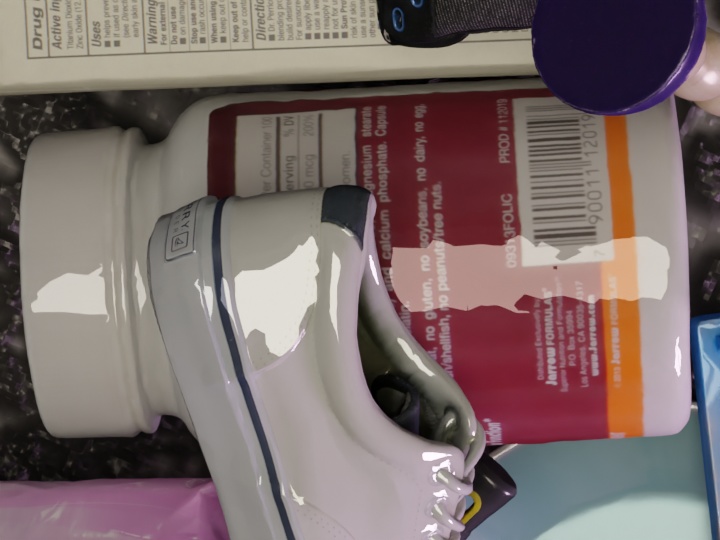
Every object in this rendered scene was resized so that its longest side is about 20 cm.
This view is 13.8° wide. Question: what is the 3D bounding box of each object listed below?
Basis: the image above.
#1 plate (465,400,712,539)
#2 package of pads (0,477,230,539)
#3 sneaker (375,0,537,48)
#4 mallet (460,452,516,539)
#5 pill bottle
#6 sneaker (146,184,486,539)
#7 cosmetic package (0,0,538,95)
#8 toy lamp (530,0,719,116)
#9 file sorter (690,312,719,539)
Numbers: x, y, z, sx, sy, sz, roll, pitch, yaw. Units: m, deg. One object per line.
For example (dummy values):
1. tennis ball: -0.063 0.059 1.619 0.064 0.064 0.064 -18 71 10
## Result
1. plate: 0.101 0.139 0.988 0.199 0.026 0.201 1 98 4
2. package of pads: -0.121 0.127 0.920 0.199 0.076 0.121 -3 77 20
3. sneaker: -0.005 -0.124 0.857 0.199 0.073 0.112 15 112 8
4. mallet: -0.032 0.126 0.946 0.066 0.041 0.200 37 103 3
5. pill bottle: 0.000 0.000 0.928 0.199 0.114 0.115 -3 98 4
6. sneaker: 0.002 0.066 0.858 0.071 0.073 0.201 -11 121 17
7. cosmetic package: -0.014 -0.111 0.932 0.199 0.073 0.104 -1 98 4
8. toy lamp: 0.123 -0.049 0.879 0.058 0.200 0.058 -7 77 31
9. file sorter: 0.217 0.076 0.905 0.199 0.123 0.139 -8 96 -6
